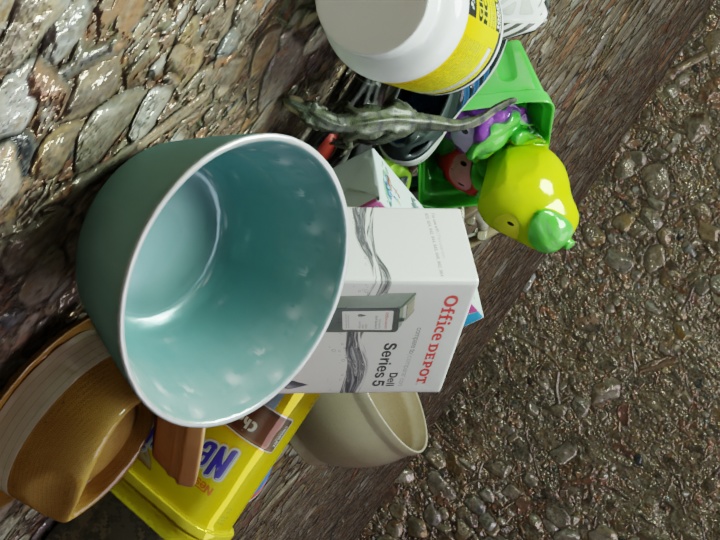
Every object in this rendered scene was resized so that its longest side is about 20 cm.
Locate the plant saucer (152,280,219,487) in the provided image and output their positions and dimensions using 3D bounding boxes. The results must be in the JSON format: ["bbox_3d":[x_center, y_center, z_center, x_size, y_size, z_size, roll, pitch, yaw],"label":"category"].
[{"bbox_3d":[-0.139,0.069,1.078,0.200,0.037,0.202,-174,-90,-80],"label":"plant saucer"}]

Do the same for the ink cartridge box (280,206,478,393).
[{"bbox_3d":[-0.018,0.025,1.114,0.146,0.198,0.084,105,-20,-46],"label":"ink cartridge box"}]

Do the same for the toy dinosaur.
[{"bbox_3d":[0.024,-0.125,1.140,0.198,0.048,0.088,-5,180,-21],"label":"toy dinosaur"}]

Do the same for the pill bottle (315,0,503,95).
[{"bbox_3d":[0.037,-0.195,1.028,0.113,0.112,0.200,-56,168,13],"label":"pill bottle"}]

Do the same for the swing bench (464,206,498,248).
[{"bbox_3d":[0.114,-0.069,1.651,0.200,0.130,0.199,-48,169,0],"label":"swing bench"}]

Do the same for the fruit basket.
[{"bbox_3d":[0.135,-0.104,1.381,0.216,0.154,0.218,-5,90,-90],"label":"fruit basket"}]

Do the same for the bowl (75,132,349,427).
[{"bbox_3d":[-0.113,-0.007,0.919,0.200,0.105,0.202,-26,127,-40],"label":"bowl"}]

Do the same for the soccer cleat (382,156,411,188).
[{"bbox_3d":[-0.016,-0.032,1.414,0.200,0.067,0.081,-51,-179,-10],"label":"soccer cleat"}]

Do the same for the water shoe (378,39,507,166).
[{"bbox_3d":[0.084,-0.188,1.261,0.201,0.071,0.079,-62,175,-8],"label":"water shoe"}]

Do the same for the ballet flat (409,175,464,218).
[{"bbox_3d":[0.123,-0.084,1.516,0.198,0.064,0.067,-11,-168,5],"label":"ballet flat"}]

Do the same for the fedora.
[{"bbox_3d":[-0.216,0.123,1.034,0.201,0.082,0.201,-49,167,-15],"label":"fedora"}]

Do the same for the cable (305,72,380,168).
[{"bbox_3d":[-0.008,-0.157,1.193,0.097,0.050,0.201,-15,131,-44],"label":"cable"}]

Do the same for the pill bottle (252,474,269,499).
[{"bbox_3d":[-0.127,0.146,1.372,0.112,0.112,0.201,-43,164,-38],"label":"pill bottle"}]

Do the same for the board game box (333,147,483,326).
[{"bbox_3d":[0.000,0.000,1.205,0.147,0.065,0.200,-26,140,18],"label":"board game box"}]

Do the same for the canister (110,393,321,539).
[{"bbox_3d":[-0.134,0.133,1.227,0.201,0.148,0.086,-56,159,3],"label":"canister"}]

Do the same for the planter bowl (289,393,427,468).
[{"bbox_3d":[-0.024,0.159,1.668,0.134,0.201,0.200,-28,174,14],"label":"planter bowl"}]

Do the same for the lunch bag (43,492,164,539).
[{"bbox_3d":[-0.204,0.303,1.312,0.164,0.199,0.118,-50,167,-14],"label":"lunch bag"}]

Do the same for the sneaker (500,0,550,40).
[{"bbox_3d":[0.142,-0.281,1.191,0.115,0.076,0.201,8,131,-49],"label":"sneaker"}]
